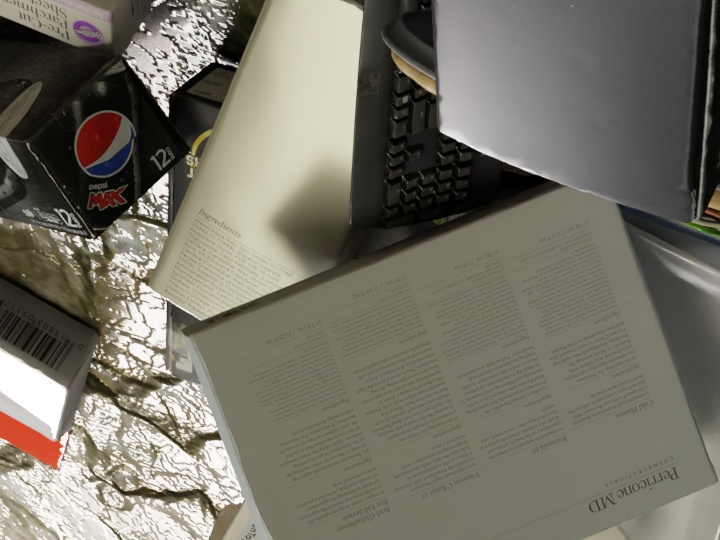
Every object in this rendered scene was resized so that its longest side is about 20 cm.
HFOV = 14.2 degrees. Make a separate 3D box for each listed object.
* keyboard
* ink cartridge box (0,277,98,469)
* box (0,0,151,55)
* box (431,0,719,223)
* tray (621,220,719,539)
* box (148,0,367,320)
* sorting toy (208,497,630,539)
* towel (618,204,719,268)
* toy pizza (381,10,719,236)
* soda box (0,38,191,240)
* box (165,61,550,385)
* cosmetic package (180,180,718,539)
[{"bbox_3d":[0.057,-0.095,1.218,0.021,0.127,0.200,57,157,33],"label":"keyboard"},{"bbox_3d":[-0.249,0.059,1.771,0.162,0.057,0.200,29,145,3],"label":"ink cartridge box"},{"bbox_3d":[-0.197,-0.161,1.408,0.199,0.039,0.042,23,150,14],"label":"box"},{"bbox_3d":[0.109,-0.145,0.996,0.104,0.200,0.148,21,148,17],"label":"box"},{"bbox_3d":[0.133,0.075,1.348,0.107,0.022,0.201,27,123,25],"label":"tray"},{"bbox_3d":[-0.023,-0.059,1.306,0.082,0.068,0.200,31,128,4],"label":"box"},{"bbox_3d":[0.031,0.129,1.379,0.179,0.107,0.200,26,134,-4],"label":"sorting toy"},{"bbox_3d":[0.171,-0.020,1.301,0.146,0.024,0.200,21,150,13],"label":"towel"},{"bbox_3d":[0.100,-0.053,1.119,0.199,0.032,0.200,18,-167,-4],"label":"toy pizza"},{"bbox_3d":[-0.171,-0.070,1.437,0.200,0.071,0.063,12,141,56],"label":"soda box"},{"bbox_3d":[0.000,0.000,1.405,0.199,0.049,0.162,17,124,22],"label":"box"},{"bbox_3d":[0.039,0.060,1.282,0.052,0.199,0.152,-170,59,-81],"label":"cosmetic package"}]
